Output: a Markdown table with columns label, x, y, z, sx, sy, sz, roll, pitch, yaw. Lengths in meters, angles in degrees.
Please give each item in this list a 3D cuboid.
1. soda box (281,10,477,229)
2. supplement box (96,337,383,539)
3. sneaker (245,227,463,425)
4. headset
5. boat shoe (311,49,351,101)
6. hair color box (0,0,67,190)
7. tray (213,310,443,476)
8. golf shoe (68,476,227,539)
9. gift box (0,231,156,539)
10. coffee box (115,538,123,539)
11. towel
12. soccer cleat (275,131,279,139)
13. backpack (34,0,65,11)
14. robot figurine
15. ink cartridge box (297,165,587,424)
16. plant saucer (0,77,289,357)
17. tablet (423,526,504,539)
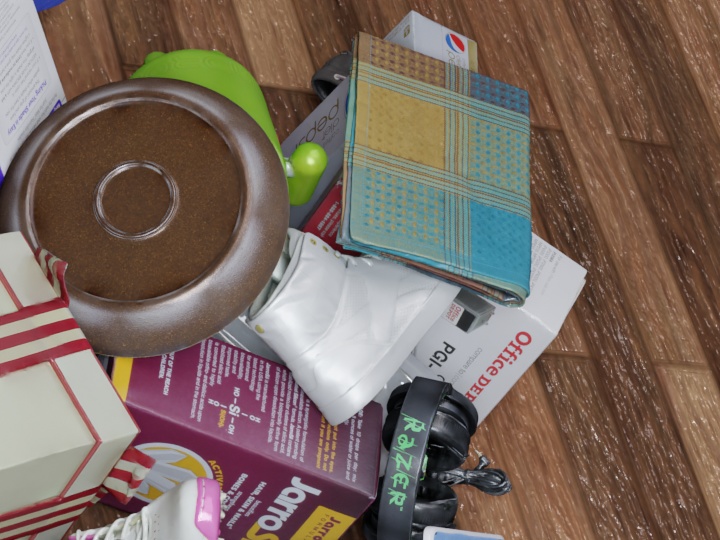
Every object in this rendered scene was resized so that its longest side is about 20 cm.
| label | x | y | z | sx | sy | sz | roll | pitch | yaw |
| --- | --- | --- | --- | --- | --- | --- | --- | --- | --- |
| soda box | 0.008 | -0.106 | 1.889 | 0.063 | 0.200 | 0.068 | 23 | 45 | -26 |
| supplement box | -0.097 | 0.118 | 1.684 | 0.199 | 0.110 | 0.086 | 22 | 44 | -17 |
| sneaker | 0.000 | 0.000 | 1.695 | 0.116 | 0.074 | 0.200 | 47 | 47 | -10 |
| headset | 0.056 | 0.142 | 1.734 | 0.093 | 0.200 | 0.124 | 12 | 85 | 8 |
| boat shoe | 0.034 | -0.099 | 2.017 | 0.057 | 0.067 | 0.200 | -27 | 66 | -30 |
| hair color box | -0.253 | -0.100 | 1.714 | 0.064 | 0.201 | 0.110 | -1 | 36 | 22 |
| tray | -0.038 | 0.061 | 1.800 | 0.200 | 0.022 | 0.107 | 41 | 77 | 4 |
| golf shoe | -0.142 | 0.184 | 1.531 | 0.091 | 0.200 | 0.076 | 13 | 54 | -17 |
| gift box | -0.248 | 0.094 | 1.539 | 0.186 | 0.200 | 0.185 | -14 | 67 | -44 |
| coffee box | -0.135 | 0.239 | 1.470 | 0.114 | 0.200 | 0.080 | 16 | 58 | -24 |
| towel | 0.054 | -0.072 | 1.734 | 0.146 | 0.022 | 0.201 | 19 | 47 | -18 |
| soccer cleat | -0.119 | -0.033 | 1.847 | 0.066 | 0.077 | 0.200 | 17 | 50 | 25 |
| backpack | -0.300 | -0.308 | 1.889 | 0.200 | 0.168 | 0.162 | 48 | 35 | 17 |
| robot figurine | -0.114 | -0.078 | 1.743 | 0.174 | 0.116 | 0.200 | -1 | 34 | -12 |
| ink cartridge box | 0.046 | 0.011 | 1.855 | 0.200 | 0.147 | 0.083 | 34 | 42 | -3 |
| plant saucer | -0.147 | -0.042 | 1.633 | 0.199 | 0.032 | 0.201 | -2 | 69 | 4 |
| tablet | 0.072 | 0.273 | 1.633 | 0.130 | 0.014 | 0.201 | 18 | 67 | -62 |
